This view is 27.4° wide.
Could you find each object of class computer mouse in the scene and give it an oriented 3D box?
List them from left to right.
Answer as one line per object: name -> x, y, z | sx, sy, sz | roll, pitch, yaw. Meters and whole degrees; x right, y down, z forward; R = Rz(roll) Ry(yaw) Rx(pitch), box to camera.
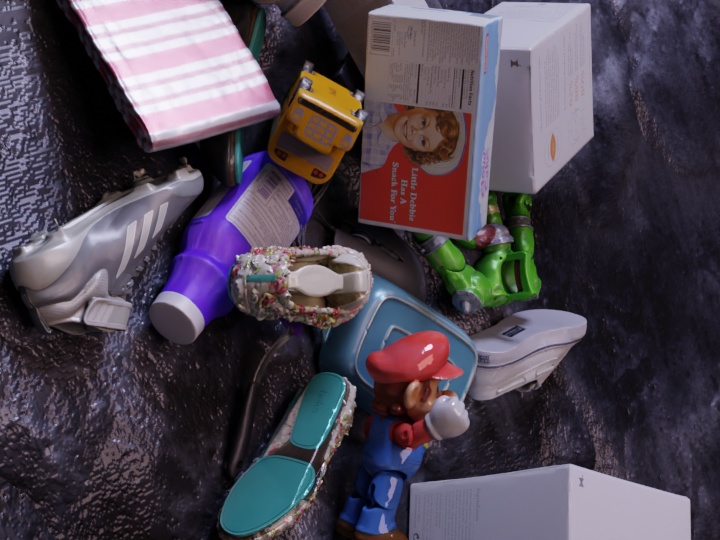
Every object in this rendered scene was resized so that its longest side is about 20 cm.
computer mouse -> 0.000, 0.000, 1.419 | 0.200, 0.046, 0.141 | 49, 46, -26

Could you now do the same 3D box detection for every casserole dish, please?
casserole dish -> 0.044, 0.086, 1.420 | 0.199, 0.039, 0.122 | 34, 75, -37

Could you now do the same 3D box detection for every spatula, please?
spatula -> -0.082, 0.086, 1.299 | 0.202, 0.020, 0.057 | -71, 155, -15

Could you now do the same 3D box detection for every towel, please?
towel -> -0.169, -0.194, 1.251 | 0.145, 0.030, 0.201 | -20, 73, -39

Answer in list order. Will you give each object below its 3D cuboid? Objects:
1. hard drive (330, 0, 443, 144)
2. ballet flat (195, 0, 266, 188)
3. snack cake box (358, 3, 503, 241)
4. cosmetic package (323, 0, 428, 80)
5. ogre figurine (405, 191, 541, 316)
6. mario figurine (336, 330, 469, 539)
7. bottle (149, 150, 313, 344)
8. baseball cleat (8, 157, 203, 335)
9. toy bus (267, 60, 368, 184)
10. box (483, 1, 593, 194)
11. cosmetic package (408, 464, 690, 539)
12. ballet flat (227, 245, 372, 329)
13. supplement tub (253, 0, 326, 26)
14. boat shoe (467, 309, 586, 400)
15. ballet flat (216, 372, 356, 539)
hard drive -> 0.045, -0.198, 1.533 | 0.136, 0.042, 0.200 | 56, 45, -18
ballet flat -> -0.128, -0.157, 1.320 | 0.068, 0.068, 0.202 | 92, 3, -55
snack cake box -> 0.064, -0.139, 1.375 | 0.067, 0.114, 0.202 | -38, 135, -64
cosmetic package -> 0.034, -0.224, 1.440 | 0.050, 0.082, 0.201 | -32, 94, -44
ogre figurine -> 0.126, -0.019, 1.521 | 0.200, 0.097, 0.121 | 3, 69, -70
mario figurine -> 0.050, 0.155, 1.339 | 0.106, 0.123, 0.202 | 12, 95, -58
bottle -> -0.114, -0.019, 1.288 | 0.084, 0.065, 0.201 | 57, 45, -26
baseball cleat -> -0.197, -0.012, 1.207 | 0.199, 0.069, 0.107 | -32, 108, -38
toy bus -> -0.040, -0.132, 1.311 | 0.065, 0.079, 0.200 | 28, 13, -8
box -> 0.166, -0.187, 1.558 | 0.200, 0.105, 0.154 | -39, 130, -56
cosmetic package -> 0.182, 0.270, 1.418 | 0.198, 0.199, 0.124 | 20, 64, -41
ballet flat -> -0.034, 0.014, 1.272 | 0.199, 0.063, 0.077 | -5, 90, -56
supplement tub -> -0.094, -0.331, 1.325 | 0.200, 0.140, 0.141 | 39, 51, -14
boat shoe -> 0.175, 0.092, 1.575 | 0.199, 0.070, 0.071 | -19, 119, -52
ballet flat -> -0.056, 0.176, 1.294 | 0.201, 0.075, 0.064 | -54, 150, -36
